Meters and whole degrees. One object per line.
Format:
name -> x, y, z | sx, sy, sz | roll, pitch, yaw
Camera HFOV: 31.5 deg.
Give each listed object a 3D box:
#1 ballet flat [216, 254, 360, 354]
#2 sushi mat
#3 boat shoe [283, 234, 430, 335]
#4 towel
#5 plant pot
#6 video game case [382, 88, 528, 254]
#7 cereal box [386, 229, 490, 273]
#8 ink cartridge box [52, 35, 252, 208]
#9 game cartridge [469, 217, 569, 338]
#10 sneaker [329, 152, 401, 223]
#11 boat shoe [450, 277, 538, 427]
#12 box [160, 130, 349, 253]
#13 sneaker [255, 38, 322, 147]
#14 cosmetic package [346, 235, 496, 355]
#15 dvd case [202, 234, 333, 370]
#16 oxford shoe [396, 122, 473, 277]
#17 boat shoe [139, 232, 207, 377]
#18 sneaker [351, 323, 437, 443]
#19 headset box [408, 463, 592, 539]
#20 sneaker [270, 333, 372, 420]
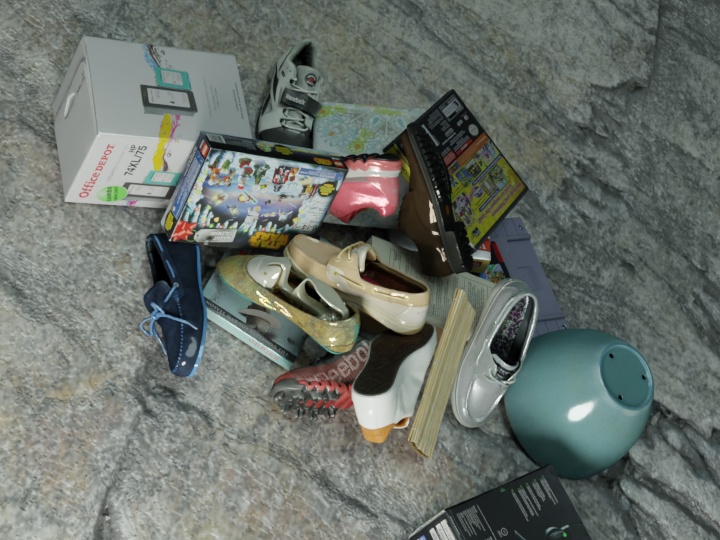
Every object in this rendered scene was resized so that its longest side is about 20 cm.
ballet flat -> -0.083, 0.023, 1.537 | 0.199, 0.071, 0.071 | 33, 47, 13
sushi mat -> 0.103, 0.130, 1.583 | 0.012, 0.096, 0.202 | 14, 76, 20
boat shoe -> 0.000, 0.000, 1.563 | 0.199, 0.070, 0.074 | 28, 35, 11
towel -> 0.016, -0.144, 1.750 | 0.169, 0.048, 0.202 | 4, 56, -4
plant pot -> 0.308, 0.159, 1.683 | 0.198, 0.135, 0.202 | 13, 62, -26
video game case -> 0.134, -0.136, 1.744 | 0.181, 0.025, 0.200 | 52, 40, -6
cereal box -> 0.107, -0.095, 1.784 | 0.142, 0.040, 0.202 | 6, 56, -9
ink cartridge box -> -0.258, -0.176, 1.565 | 0.198, 0.147, 0.147 | 2, 60, -29
game cartridge -> 0.211, 0.018, 1.801 | 0.129, 0.038, 0.202 | -3, 62, -37
sneaker -> -0.040, -0.102, 1.642 | 0.074, 0.198, 0.088 | -22, 110, -61
boat shoe -> 0.171, 0.110, 1.619 | 0.069, 0.203, 0.072 | 16, 9, -18
box -> -0.127, -0.090, 1.552 | 0.198, 0.138, 0.040 | 5, 37, -36
sneaker -> -0.092, -0.234, 1.745 | 0.073, 0.089, 0.202 | 16, 55, -23
cosmetic package -> 0.081, 0.043, 1.678 | 0.198, 0.071, 0.106 | 22, 53, -18
dvd case -> -0.110, 0.012, 1.616 | 0.145, 0.022, 0.201 | 34, 50, -8
oxford shoe -> 0.076, -0.087, 1.631 | 0.073, 0.084, 0.202 | -18, 94, -66
boat shoe -> -0.226, 0.041, 1.498 | 0.068, 0.084, 0.201 | 15, 38, -28
sneaker -> 0.039, 0.133, 1.523 | 0.072, 0.085, 0.200 | 5, 27, 23
headset box -> 0.189, 0.348, 1.531 | 0.199, 0.093, 0.175 | -16, 69, -38
sneaker -> -0.028, 0.125, 1.560 | 0.199, 0.071, 0.099 | -1, 62, -34
